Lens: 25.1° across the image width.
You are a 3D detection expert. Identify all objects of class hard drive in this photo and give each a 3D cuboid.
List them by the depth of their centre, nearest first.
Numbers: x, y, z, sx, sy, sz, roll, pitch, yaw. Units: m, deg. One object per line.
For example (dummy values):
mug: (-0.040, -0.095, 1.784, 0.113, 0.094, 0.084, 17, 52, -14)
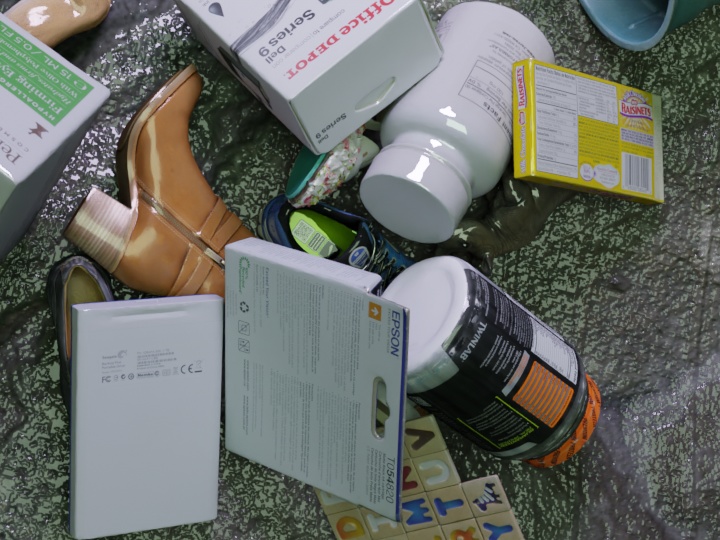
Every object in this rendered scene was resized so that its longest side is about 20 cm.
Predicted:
hard drive: (-0.183, 0.124, 1.383, 0.132, 0.025, 0.200, -4, 104, -29)

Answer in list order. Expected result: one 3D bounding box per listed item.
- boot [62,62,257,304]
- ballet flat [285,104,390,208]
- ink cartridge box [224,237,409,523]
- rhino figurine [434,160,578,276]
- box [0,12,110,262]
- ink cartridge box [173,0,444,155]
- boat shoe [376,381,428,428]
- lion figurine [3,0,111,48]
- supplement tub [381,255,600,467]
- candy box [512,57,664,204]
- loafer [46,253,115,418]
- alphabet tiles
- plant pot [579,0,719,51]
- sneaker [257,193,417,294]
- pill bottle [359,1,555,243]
boot: (-0.149, -0.068, 1.423, 0.155, 0.077, 0.200, 32, 70, -13)
ballet flat: (-0.007, -0.131, 1.417, 0.064, 0.076, 0.200, 30, 60, -21)
ink cartridge box: (-0.030, 0.088, 1.349, 0.041, 0.200, 0.200, -23, 123, -46)
rhino figurine: (0.139, -0.066, 1.459, 0.200, 0.060, 0.087, -45, 116, -6)
box: (-0.353, -0.102, 1.308, 0.199, 0.171, 0.200, 36, 128, -4)
ink cartridge box: (-0.048, -0.215, 1.383, 0.146, 0.084, 0.200, -40, 55, -7)
boat shoe: (-0.025, 0.077, 1.435, 0.200, 0.075, 0.068, 43, 55, 4)
lion figurine: (-0.279, -0.219, 1.414, 0.200, 0.072, 0.123, -38, 100, -11)
supplement tub: (0.110, 0.084, 1.391, 0.200, 0.122, 0.123, 37, 83, -33)
candy box: (0.203, -0.119, 1.424, 0.200, 0.026, 0.102, 7, 77, -46)
loafer: (-0.230, 0.083, 1.403, 0.073, 0.072, 0.200, -18, 90, -9)
alphabet tiles: (0.055, 0.223, 1.399, 0.167, 0.008, 0.200, -17, 105, 25)
plant pot: (0.304, -0.321, 1.437, 0.196, 0.200, 0.200, -22, 90, -15)
sneaker: (0.000, 0.000, 1.427, 0.200, 0.089, 0.079, 31, 84, -7)
pill bottle: (0.082, -0.126, 1.399, 0.114, 0.114, 0.200, 32, 61, -5)
